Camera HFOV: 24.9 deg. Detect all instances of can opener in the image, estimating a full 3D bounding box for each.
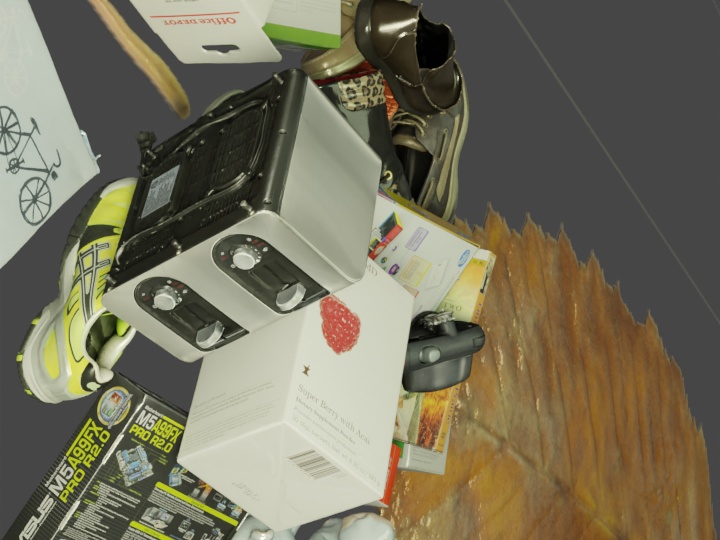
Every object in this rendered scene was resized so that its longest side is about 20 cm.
[{"bbox_3d":[0.029,0.080,1.480,0.199,0.063,0.079,-7,94,-34],"label":"can opener"}]

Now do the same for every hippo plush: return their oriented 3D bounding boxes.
[{"bbox_3d":[-0.077,0.281,1.486,0.160,0.159,0.201,34,42,-21],"label":"hippo plush"}]

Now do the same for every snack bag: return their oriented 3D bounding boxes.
[{"bbox_3d":[-0.281,-0.101,1.197,0.200,0.021,0.189,-52,135,-43],"label":"snack bag"}]

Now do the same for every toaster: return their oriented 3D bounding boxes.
[{"bbox_3d":[-0.091,-0.045,1.258,0.119,0.180,0.201,44,36,-31],"label":"toaster"}]

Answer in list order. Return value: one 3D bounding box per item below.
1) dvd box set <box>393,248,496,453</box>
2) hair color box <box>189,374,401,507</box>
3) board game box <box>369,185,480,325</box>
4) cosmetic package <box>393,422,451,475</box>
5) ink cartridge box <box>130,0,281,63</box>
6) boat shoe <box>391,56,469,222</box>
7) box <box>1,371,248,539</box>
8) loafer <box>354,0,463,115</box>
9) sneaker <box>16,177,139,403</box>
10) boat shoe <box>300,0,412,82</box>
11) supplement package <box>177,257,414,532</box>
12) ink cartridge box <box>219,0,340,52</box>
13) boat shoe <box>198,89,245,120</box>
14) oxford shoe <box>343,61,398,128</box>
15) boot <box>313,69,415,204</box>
[{"bbox_3d":[0.037,0.062,1.589,0.029,0.145,0.201,34,72,-70],"label":"dvd box set"},{"bbox_3d":[-0.058,0.158,1.497,0.200,0.110,0.064,38,60,-54],"label":"hair color box"},{"bbox_3d":[0.000,0.000,1.480,0.200,0.040,0.153,26,102,-47],"label":"board game box"},{"bbox_3d":[0.036,0.100,1.653,0.085,0.107,0.202,20,73,-57],"label":"cosmetic package"},{"bbox_3d":[-0.141,-0.257,1.326,0.200,0.114,0.068,53,49,-47],"label":"ink cartridge box"},{"bbox_3d":[0.067,-0.141,1.717,0.073,0.074,0.202,-6,97,-58],"label":"boat shoe"},{"bbox_3d":[-0.173,0.189,1.319,0.161,0.044,0.200,-57,143,-4],"label":"box"},{"bbox_3d":[0.061,-0.201,1.570,0.200,0.071,0.074,29,65,-62],"label":"loafer"},{"bbox_3d":[-0.197,0.017,1.291,0.075,0.076,0.201,47,52,-47],"label":"sneaker"},{"bbox_3d":[-0.010,-0.250,1.590,0.065,0.072,0.200,60,43,-24],"label":"boat shoe"},{"bbox_3d":[-0.047,0.084,1.311,0.121,0.119,0.201,40,43,-32],"label":"supplement package"},{"bbox_3d":[-0.084,-0.302,1.455,0.147,0.075,0.202,-3,93,-58],"label":"ink cartridge box"},{"bbox_3d":[-0.122,-0.080,1.421,0.201,0.060,0.074,-62,139,-36],"label":"boat shoe"},{"bbox_3d":[-0.005,-0.132,1.624,0.073,0.071,0.201,90,16,-63],"label":"oxford shoe"},{"bbox_3d":[-0.046,-0.095,1.490,0.199,0.073,0.152,-15,104,-23],"label":"boot"}]
